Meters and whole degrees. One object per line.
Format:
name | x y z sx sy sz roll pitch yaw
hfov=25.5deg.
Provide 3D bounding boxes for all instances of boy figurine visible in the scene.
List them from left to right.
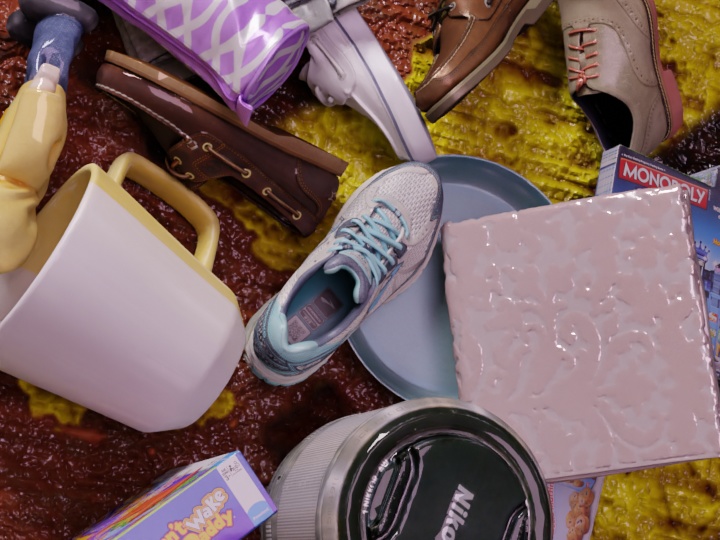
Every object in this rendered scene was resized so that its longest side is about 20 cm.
boy figurine | -0.232 -0.087 1.070 0.064 0.124 0.201 22 63 -18

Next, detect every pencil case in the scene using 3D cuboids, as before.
pencil case | -0.131 -0.191 1.101 0.200 0.084 0.086 35 56 8

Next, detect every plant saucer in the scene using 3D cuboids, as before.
plant saucer | 0.073 0.012 1.207 0.199 0.027 0.201 3 79 -14

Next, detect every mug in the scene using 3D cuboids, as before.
mug | -0.152 0.017 1.077 0.153 0.149 0.187 35 77 -19

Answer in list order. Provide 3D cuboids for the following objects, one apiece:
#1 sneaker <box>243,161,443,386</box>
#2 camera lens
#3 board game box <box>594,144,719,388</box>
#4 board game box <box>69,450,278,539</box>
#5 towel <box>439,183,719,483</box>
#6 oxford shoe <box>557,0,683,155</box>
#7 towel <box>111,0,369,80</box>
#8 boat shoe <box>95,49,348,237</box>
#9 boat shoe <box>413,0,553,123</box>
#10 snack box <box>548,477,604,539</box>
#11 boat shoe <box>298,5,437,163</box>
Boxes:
sneaker | 0.000 0.000 1.131 0.078 0.086 0.200 39 73 -3
camera lens | 0.026 0.173 1.076 0.159 0.200 0.161 3 79 -18
board game box | 0.254 -0.014 1.250 0.200 0.062 0.201 21 70 -27
board game box | -0.143 0.177 1.016 0.134 0.200 0.045 -34 92 -22
towel | 0.156 0.049 1.141 0.190 0.032 0.201 -10 79 22
oxford shoe | 0.189 -0.173 1.234 0.075 0.070 0.200 -43 114 -33
towel | -0.106 -0.249 1.153 0.192 0.035 0.201 -23 89 5
boat shoe | -0.104 -0.088 1.137 0.200 0.070 0.070 27 93 -21
boat shoe | 0.080 -0.183 1.210 0.068 0.072 0.200 46 42 -8
snack box | 0.146 0.172 1.212 0.072 0.024 0.201 20 75 -13
boat shoe | -0.015 -0.156 1.197 0.065 0.074 0.200 -33 84 6
